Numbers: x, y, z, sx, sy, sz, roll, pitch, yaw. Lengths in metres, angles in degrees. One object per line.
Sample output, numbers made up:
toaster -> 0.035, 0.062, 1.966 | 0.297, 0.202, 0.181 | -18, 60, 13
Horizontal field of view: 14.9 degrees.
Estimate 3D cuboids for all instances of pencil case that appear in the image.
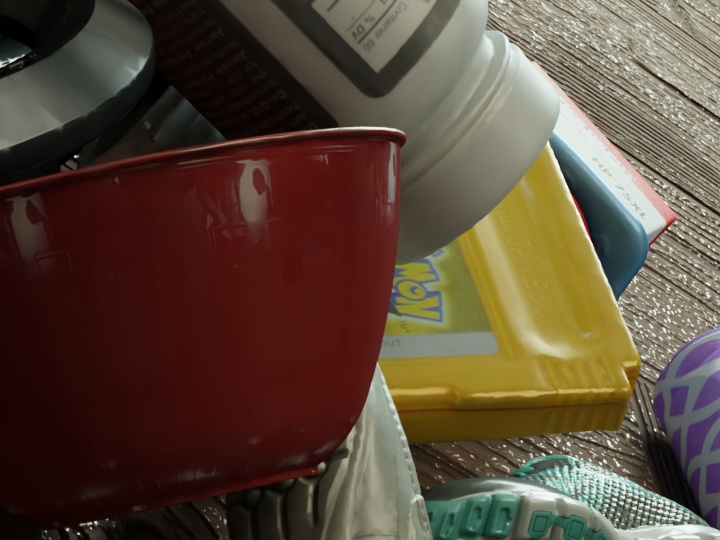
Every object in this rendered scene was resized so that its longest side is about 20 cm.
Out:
pencil case -> 0.211, 0.116, 1.325 | 0.085, 0.084, 0.200 | -8, 49, -18

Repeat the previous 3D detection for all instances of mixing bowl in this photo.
mixing bowl -> -0.071, 0.025, 0.930 | 0.200, 0.200, 0.109 | -5, 82, -60

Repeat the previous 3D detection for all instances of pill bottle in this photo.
pill bottle -> -0.025, -0.102, 1.030 | 0.200, 0.113, 0.113 | 45, 23, -18

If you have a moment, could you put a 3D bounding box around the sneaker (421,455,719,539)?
sneaker -> 0.077, 0.114, 1.156 | 0.200, 0.078, 0.091 | 17, 15, -45

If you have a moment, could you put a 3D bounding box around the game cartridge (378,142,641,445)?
game cartridge -> 0.000, 0.000, 1.119 | 0.199, 0.032, 0.177 | -3, 43, -15

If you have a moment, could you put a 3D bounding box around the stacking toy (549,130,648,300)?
stacking toy -> 0.021, 0.009, 1.203 | 0.110, 0.116, 0.200 | 46, 37, 17

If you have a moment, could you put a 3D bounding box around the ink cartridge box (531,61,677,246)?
ink cartridge box -> 0.085, -0.038, 1.394 | 0.116, 0.067, 0.200 | 48, 24, 7

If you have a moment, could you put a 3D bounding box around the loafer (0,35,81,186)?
loafer -> -0.145, -0.047, 1.037 | 0.070, 0.068, 0.201 | 36, 20, -1

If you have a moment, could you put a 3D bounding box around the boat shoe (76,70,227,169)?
boat shoe -> -0.068, -0.088, 1.112 | 0.065, 0.073, 0.200 | 47, 29, -27

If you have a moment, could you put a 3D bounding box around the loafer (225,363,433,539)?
loafer -> -0.004, 0.110, 0.988 | 0.070, 0.070, 0.200 | 30, 47, -44

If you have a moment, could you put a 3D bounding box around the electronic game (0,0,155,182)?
electronic game -> -0.168, -0.064, 0.928 | 0.200, 0.199, 0.042 | -90, 175, -64
